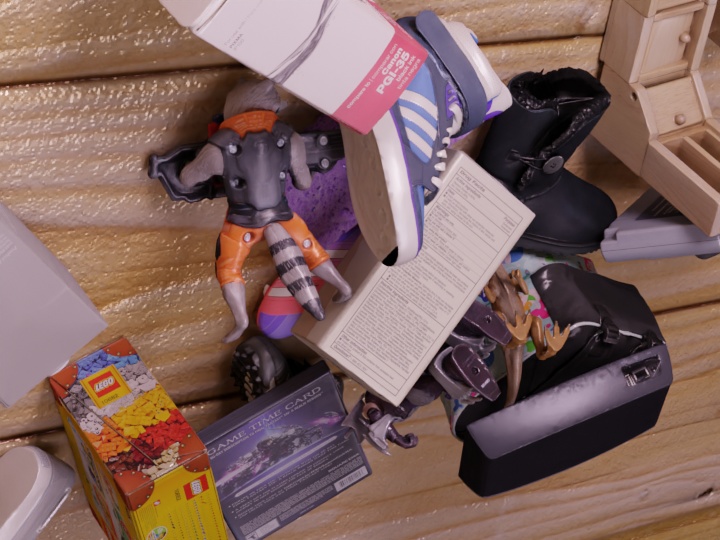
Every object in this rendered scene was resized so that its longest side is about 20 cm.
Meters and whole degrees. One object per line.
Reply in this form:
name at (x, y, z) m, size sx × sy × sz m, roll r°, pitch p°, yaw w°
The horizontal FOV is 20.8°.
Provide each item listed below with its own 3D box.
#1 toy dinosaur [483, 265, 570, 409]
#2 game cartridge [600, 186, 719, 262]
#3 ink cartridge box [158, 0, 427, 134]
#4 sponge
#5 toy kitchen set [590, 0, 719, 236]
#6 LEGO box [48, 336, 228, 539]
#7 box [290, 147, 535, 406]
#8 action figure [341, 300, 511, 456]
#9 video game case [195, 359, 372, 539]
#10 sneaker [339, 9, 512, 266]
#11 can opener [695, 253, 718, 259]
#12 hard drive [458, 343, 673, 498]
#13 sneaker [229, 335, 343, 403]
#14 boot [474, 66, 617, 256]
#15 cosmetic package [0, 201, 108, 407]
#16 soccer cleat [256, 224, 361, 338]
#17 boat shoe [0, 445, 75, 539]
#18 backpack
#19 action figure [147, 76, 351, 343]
toy dinosaur at (0.135, 0.057, 1.723) m, size 0.060 × 0.106 × 0.200 m, roll -13°, pitch 102°, yaw -19°
game cartridge at (0.316, -0.056, 1.820) m, size 0.200 × 0.133 × 0.042 m, roll -36°, pitch 120°, yaw -56°
ink cartridge box at (-0.066, -0.196, 1.392) m, size 0.083 × 0.147 × 0.200 m, roll -50°, pitch 142°, yaw 10°
sponge at (0.008, -0.104, 1.643) m, size 0.200 × 0.030 × 0.112 m, roll -40°, pitch 142°, yaw -1°
toy kitchen set at (0.331, -0.177, 1.722) m, size 0.163 × 0.180 × 0.200 m, roll -18°, pitch 136°, yaw -28°
LEGO box at (-0.182, 0.181, 1.666) m, size 0.077 × 0.149 × 0.200 m, roll -27°, pitch 141°, yaw -17°
box at (0.043, 0.002, 1.627) m, size 0.095 × 0.078 × 0.200 m, roll 40°, pitch 83°, yaw -21°
action figure at (0.056, 0.099, 1.707) m, size 0.130 × 0.069 × 0.200 m, roll -58°, pitch -169°, yaw -32°
video game case at (-0.071, 0.168, 1.756) m, size 0.143 × 0.019 × 0.200 m, roll -30°, pitch 146°, yaw -7°
sneaker at (0.063, -0.107, 1.537) m, size 0.146 × 0.200 × 0.081 m, roll -7°, pitch 163°, yaw -23°
can opener at (0.404, -0.083, 1.968) m, size 0.200 × 0.067 × 0.053 m, roll -38°, pitch 143°, yaw -3°
hard drive at (0.188, 0.141, 1.783) m, size 0.200 × 0.042 × 0.135 m, roll -21°, pitch 155°, yaw -12°
sneaker at (-0.060, 0.108, 1.770) m, size 0.090 × 0.066 × 0.200 m, roll -33°, pitch 146°, yaw -14°
boot at (0.182, -0.097, 1.746) m, size 0.200 × 0.076 × 0.168 m, roll 2°, pitch 135°, yaw -34°
cosmetic package at (-0.287, 0.005, 1.457) m, size 0.107 × 0.090 × 0.200 m, roll -38°, pitch 145°, yaw -3°
soccer cleat at (0.000, 0.000, 1.700) m, size 0.200 × 0.076 × 0.067 m, roll -36°, pitch 142°, yaw -6°
boat shoe at (-0.318, 0.235, 1.678) m, size 0.068 × 0.072 × 0.200 m, roll 28°, pitch 98°, yaw -51°
backpack at (0.159, 0.076, 1.844) m, size 0.177 × 0.151 × 0.200 m, roll 13°, pitch 128°, yaw -48°
action figure at (-0.053, -0.061, 1.533) m, size 0.200 × 0.105 × 0.194 m, roll -17°, pitch 98°, yaw -17°
